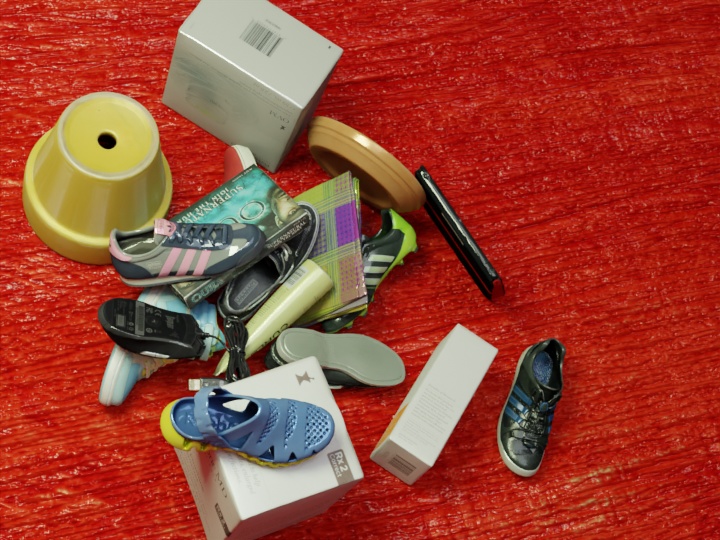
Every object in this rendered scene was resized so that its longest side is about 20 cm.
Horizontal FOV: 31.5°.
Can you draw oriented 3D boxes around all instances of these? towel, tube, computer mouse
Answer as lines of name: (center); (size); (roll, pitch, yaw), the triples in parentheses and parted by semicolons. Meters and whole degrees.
towel: (-0.051, -0.024, 1.772); (0.023, 0.144, 0.200); (20, 57, -46)
tube: (-0.122, 0.071, 1.703); (0.200, 0.058, 0.052); (-44, 53, -11)
computer mouse: (-0.234, 0.105, 1.602); (0.200, 0.046, 0.141); (10, 37, -23)

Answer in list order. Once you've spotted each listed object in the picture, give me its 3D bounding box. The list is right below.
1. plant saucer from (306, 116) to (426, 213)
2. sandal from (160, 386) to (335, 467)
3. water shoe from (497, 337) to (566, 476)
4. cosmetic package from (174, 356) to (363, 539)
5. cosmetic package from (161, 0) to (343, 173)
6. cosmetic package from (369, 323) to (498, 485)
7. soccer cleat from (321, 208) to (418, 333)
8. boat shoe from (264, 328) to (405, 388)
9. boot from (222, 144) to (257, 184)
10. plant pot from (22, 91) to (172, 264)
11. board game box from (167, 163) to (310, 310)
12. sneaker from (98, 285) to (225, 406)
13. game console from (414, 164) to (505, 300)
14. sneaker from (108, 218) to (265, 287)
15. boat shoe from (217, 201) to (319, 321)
plant saucer: (0.002, -0.141, 1.803); (0.200, 0.200, 0.037); (35, 80, 0)
sandal: (-0.123, 0.174, 1.454); (0.200, 0.087, 0.080); (4, 63, -17)
water shoe: (0.241, 0.187, 1.790); (0.071, 0.079, 0.200); (16, 63, -9)
cosmetic package: (-0.121, 0.232, 1.591); (0.165, 0.200, 0.165); (-17, 72, -23)
cosmetic package: (-0.158, -0.272, 1.805); (0.199, 0.200, 0.123); (32, 64, -1)
cosmetic package: (0.100, 0.182, 1.737); (0.071, 0.101, 0.200); (34, 61, 1)
soccer cleat: (0.000, 0.000, 1.790); (0.081, 0.067, 0.200); (48, 68, -24)
boat shoe: (-0.035, 0.125, 1.744); (0.200, 0.060, 0.076); (18, 51, -24)
boot: (-0.212, -0.082, 1.780); (0.144, 0.072, 0.200); (-1, 71, -16)
plant pot: (-0.343, -0.134, 1.694); (0.200, 0.189, 0.201); (6, 66, -14)
board game box: (-0.183, -0.048, 1.698); (0.200, 0.028, 0.135); (-36, 51, -15)
sneaker: (-0.252, 0.107, 1.676); (0.130, 0.080, 0.200); (25, 63, -3)
game console: (0.143, -0.051, 1.817); (0.031, 0.177, 0.200); (-34, 78, -2)
sneaker: (-0.223, -0.034, 1.623); (0.200, 0.082, 0.070); (-14, 47, 4)
boat shoe: (-0.120, -0.017, 1.719); (0.072, 0.068, 0.200); (41, 72, -1)
